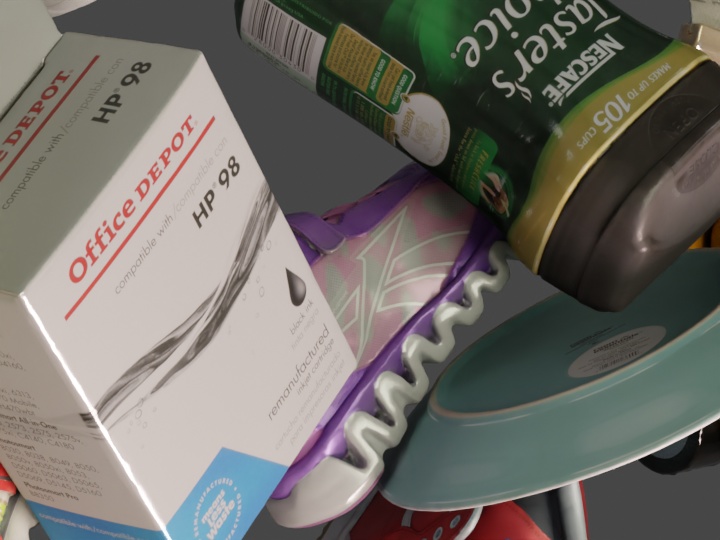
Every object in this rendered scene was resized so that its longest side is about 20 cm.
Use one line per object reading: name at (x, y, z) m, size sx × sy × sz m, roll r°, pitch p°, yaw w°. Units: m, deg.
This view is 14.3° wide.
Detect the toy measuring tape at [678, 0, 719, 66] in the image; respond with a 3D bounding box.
toy measuring tape at (0.113, -0.154, 1.199) m, size 0.073 × 0.074 × 0.200 m, roll 18°, pitch 50°, yaw -33°

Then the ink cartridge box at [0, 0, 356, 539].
ink cartridge box at (-0.086, 0.003, 0.976) m, size 0.116 × 0.067 × 0.200 m, roll -56°, pitch 139°, yaw -29°

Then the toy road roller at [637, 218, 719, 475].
toy road roller at (0.195, -0.003, 1.228) m, size 0.123 × 0.146 × 0.201 m, roll -8°, pitch 94°, yaw -35°

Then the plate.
plate at (0.092, 0.033, 1.117) m, size 0.200 × 0.200 × 0.026 m, roll -33°, pitch 105°, yaw -31°

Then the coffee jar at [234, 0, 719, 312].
coffee jar at (0.055, -0.076, 1.110) m, size 0.200 × 0.085 × 0.104 m, roll 39°, pitch 57°, yaw 14°

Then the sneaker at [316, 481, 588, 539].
sneaker at (0.018, 0.147, 1.123) m, size 0.071 × 0.112 × 0.200 m, roll 37°, pitch 69°, yaw -28°

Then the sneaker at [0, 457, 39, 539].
sneaker at (-0.156, 0.072, 1.016) m, size 0.200 × 0.077 × 0.085 m, roll -65°, pitch 147°, yaw -25°

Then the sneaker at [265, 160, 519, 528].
sneaker at (0.000, 0.000, 1.139) m, size 0.088 × 0.080 × 0.200 m, roll 40°, pitch 68°, yaw -17°

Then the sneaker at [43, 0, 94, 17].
sneaker at (-0.118, -0.198, 1.052) m, size 0.073 × 0.085 × 0.200 m, roll -20°, pitch 95°, yaw -32°
